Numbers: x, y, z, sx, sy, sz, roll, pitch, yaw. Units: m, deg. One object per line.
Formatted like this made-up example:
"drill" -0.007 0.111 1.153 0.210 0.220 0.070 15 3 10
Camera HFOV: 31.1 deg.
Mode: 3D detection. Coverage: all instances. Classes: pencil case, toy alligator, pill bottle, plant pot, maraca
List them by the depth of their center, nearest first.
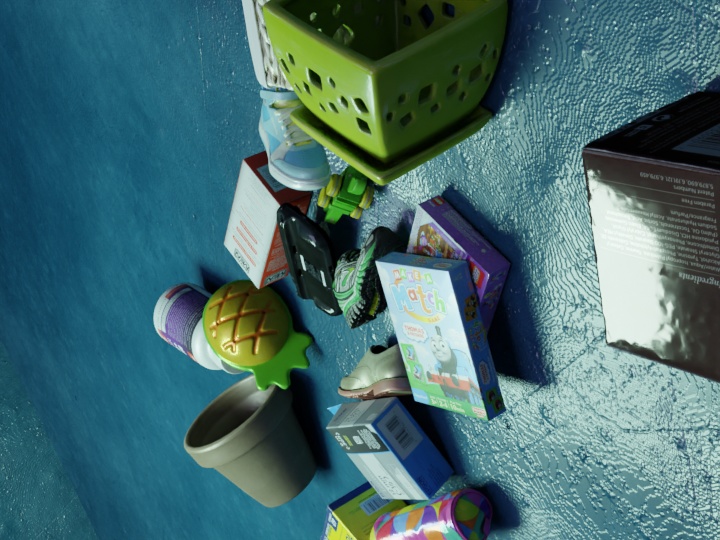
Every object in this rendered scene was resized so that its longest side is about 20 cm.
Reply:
"plant pot" 0.030 -0.221 1.433 0.199 0.199 0.182 37 146 37
"toy alligator" -0.025 -0.101 1.749 0.200 0.059 0.055 136 151 -66
"pencil case" 0.100 0.365 1.824 0.200 0.088 0.089 -29 87 49
"maraca" -0.164 0.100 2.040 0.200 0.137 0.107 44 177 19
"plant pot" -0.166 0.293 2.144 0.175 0.200 0.200 55 153 -18
"pill bottle" -0.257 0.102 2.191 0.199 0.111 0.112 26 133 47

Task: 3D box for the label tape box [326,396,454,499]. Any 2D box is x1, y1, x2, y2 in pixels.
"label tape box" 0.026 0.262 1.882 0.144 0.066 0.200 52 150 -12

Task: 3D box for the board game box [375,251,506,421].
"board game box" 0.099 0.080 1.618 0.151 0.036 0.201 8 119 55

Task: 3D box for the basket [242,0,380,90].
"basket" -0.053 -0.322 1.546 0.123 0.135 0.201 22 130 44

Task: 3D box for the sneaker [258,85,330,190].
"sneaker" -0.091 -0.201 1.707 0.200 0.079 0.131 -122 28 -48

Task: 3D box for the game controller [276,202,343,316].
"game controller" -0.069 -0.012 1.857 0.104 0.042 0.201 29 152 26

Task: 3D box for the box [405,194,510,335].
"box" 0.111 0.023 1.632 0.137 0.039 0.201 47 145 28

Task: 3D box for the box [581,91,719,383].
"box" 0.317 -0.033 1.144 0.164 0.165 0.202 18 126 50

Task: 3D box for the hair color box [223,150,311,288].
"hair color box" -0.141 -0.076 1.931 0.102 0.061 0.201 51 146 22

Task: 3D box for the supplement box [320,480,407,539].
"supplement box" 0.043 0.433 1.971 0.200 0.109 0.109 45 145 29

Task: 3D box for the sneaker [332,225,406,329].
"sneaker" 0.000 0.000 1.751 0.085 0.078 0.200 54 149 18

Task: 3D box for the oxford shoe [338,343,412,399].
"oxford shoe" 0.026 0.145 1.849 0.200 0.070 0.075 -18 71 60
